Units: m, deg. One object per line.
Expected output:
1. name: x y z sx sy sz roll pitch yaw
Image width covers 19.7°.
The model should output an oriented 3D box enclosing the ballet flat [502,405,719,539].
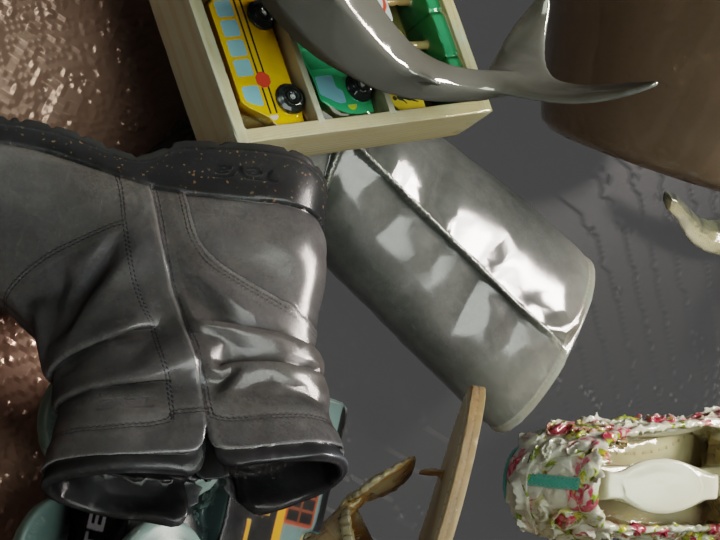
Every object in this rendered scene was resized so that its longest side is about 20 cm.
1. ballet flat: 0.156 0.102 0.990 0.200 0.064 0.076 -3 91 -38

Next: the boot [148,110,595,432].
1. boot: 0.001 0.001 0.877 0.182 0.073 0.200 -54 124 -23

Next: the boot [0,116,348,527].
1. boot: -0.104 0.019 0.720 0.200 0.070 0.132 0 61 -2

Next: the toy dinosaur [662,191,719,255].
1. toy dinosaur: 0.232 -0.005 1.059 0.200 0.047 0.088 -8 81 -36

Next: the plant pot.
1. plant pot: 0.160 -0.131 0.936 0.200 0.200 0.175 11 102 -36

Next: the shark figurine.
1. shark figurine: 0.001 -0.108 0.753 0.128 0.089 0.214 -48 113 -10

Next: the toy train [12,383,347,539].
1. toy train: -0.072 0.118 0.793 0.114 0.085 0.200 21 78 -45

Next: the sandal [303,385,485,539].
1. sandal: -0.009 0.143 0.865 0.070 0.078 0.212 15 95 -1

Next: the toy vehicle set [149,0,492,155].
1. toy vehicle set: -0.034 -0.142 0.826 0.124 0.027 0.200 -11 76 -36
